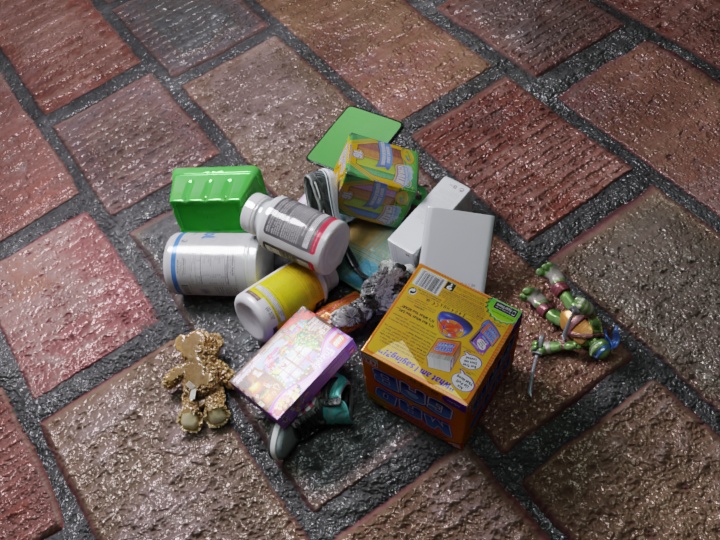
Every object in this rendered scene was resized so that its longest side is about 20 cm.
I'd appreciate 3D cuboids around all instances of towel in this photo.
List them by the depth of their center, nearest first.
[{"bbox_3d":[0.013,-0.047,1.690,0.147,0.022,0.200,31,63,26],"label":"towel"}]

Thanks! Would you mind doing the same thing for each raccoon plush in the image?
[{"bbox_3d":[0.019,0.034,1.533,0.200,0.097,0.134,-13,11,-14],"label":"raccoon plush"}]

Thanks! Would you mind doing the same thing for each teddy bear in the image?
[{"bbox_3d":[-0.304,0.215,1.541,0.145,0.067,0.200,-30,61,0],"label":"teddy bear"}]

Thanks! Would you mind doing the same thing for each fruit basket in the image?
[{"bbox_3d":[-0.290,-0.165,1.727,0.215,0.156,0.216,-7,40,6],"label":"fruit basket"}]

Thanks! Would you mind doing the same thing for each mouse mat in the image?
[{"bbox_3d":[-0.014,-0.303,1.885,0.161,0.008,0.200,24,61,24],"label":"mouse mat"}]

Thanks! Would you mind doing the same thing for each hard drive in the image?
[{"bbox_3d":[0.180,-0.015,1.553,0.132,0.026,0.200,8,88,-2],"label":"hard drive"}]

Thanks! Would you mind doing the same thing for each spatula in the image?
[{"bbox_3d":[0.000,0.000,1.624,0.056,0.021,0.200,-10,49,-35],"label":"spatula"}]

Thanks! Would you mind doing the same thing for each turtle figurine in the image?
[{"bbox_3d":[0.353,0.087,1.457,0.200,0.144,0.194,-21,50,-10],"label":"turtle figurine"}]

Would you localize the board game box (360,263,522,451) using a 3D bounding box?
[{"bbox_3d":[0.141,0.152,1.402,0.200,0.200,0.200,27,63,19],"label":"board game box"}]

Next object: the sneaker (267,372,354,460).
[{"bbox_3d":[-0.074,0.266,1.447,0.121,0.084,0.200,12,56,29],"label":"sneaker"}]

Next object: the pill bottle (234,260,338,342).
[{"bbox_3d":[-0.141,0.048,1.581,0.200,0.109,0.109,-34,55,-30],"label":"pill bottle"}]

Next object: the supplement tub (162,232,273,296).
[{"bbox_3d":[-0.291,-0.013,1.651,0.200,0.132,0.132,1,55,10],"label":"supplement tub"}]

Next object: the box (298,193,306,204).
[{"bbox_3d":[-0.126,-0.125,1.757,0.039,0.041,0.200,26,64,25],"label":"box"}]

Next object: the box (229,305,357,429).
[{"bbox_3d":[-0.122,0.171,1.458,0.137,0.039,0.200,30,67,34],"label":"box"}]

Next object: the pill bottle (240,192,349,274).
[{"bbox_3d":[-0.130,-0.078,1.553,0.200,0.111,0.111,24,62,20],"label":"pill bottle"}]

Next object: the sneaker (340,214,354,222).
[{"bbox_3d":[-0.050,-0.122,1.714,0.082,0.074,0.200,6,55,31],"label":"sneaker"}]

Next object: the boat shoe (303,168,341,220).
[{"bbox_3d":[-0.082,-0.105,1.628,0.071,0.200,0.072,-13,9,-30],"label":"boat shoe"}]

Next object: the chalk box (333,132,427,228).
[{"bbox_3d":[0.051,-0.181,1.674,0.200,0.124,0.125,13,50,-12],"label":"chalk box"}]

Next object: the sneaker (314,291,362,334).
[{"bbox_3d":[-0.075,0.110,1.575,0.200,0.073,0.077,-24,26,-5],"label":"sneaker"}]

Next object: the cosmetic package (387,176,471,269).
[{"bbox_3d":[0.145,-0.085,1.643,0.074,0.102,0.200,31,64,28],"label":"cosmetic package"}]
